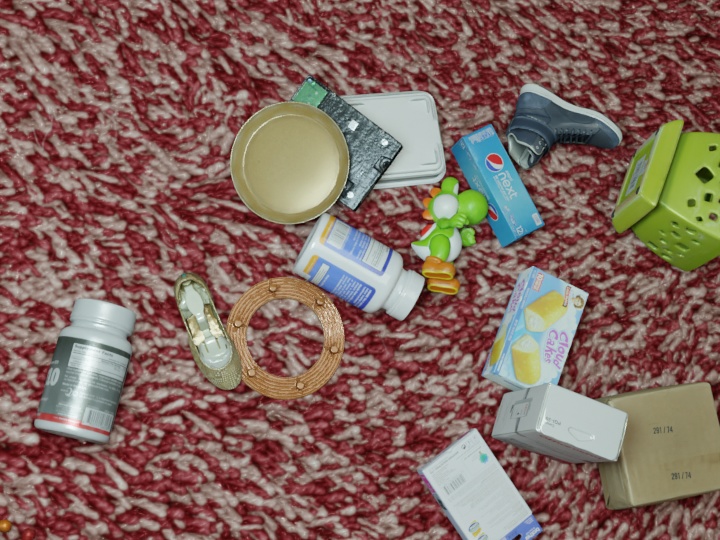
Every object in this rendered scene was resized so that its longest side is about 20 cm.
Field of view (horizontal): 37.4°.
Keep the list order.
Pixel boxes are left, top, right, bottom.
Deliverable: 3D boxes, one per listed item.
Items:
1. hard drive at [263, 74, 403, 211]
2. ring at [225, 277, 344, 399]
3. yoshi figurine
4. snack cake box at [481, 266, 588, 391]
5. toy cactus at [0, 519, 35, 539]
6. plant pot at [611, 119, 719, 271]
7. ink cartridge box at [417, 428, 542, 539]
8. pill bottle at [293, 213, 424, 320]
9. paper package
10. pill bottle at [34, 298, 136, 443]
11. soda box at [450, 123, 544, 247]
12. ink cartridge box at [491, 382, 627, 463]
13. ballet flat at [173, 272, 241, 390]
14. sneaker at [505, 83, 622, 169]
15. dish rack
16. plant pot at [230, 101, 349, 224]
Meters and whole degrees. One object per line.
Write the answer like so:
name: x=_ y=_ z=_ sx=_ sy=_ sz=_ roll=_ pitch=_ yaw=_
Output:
hard drive: x=-0.047 y=-0.212 z=1.779 sx=0.200 sy=0.038 sz=0.140 roll=37 pitch=93 yaw=5
ring: x=-0.122 y=0.109 z=1.738 sx=0.199 sy=0.019 sz=0.202 roll=3 pitch=77 yaw=-13
yoshi figurine: x=0.165 y=-0.066 z=1.803 sx=0.112 sy=0.112 sz=0.201 roll=25 pitch=60 yaw=-29
snack cake box: x=0.299 y=0.110 z=1.817 sx=0.114 sy=0.067 sz=0.201 roll=24 pitch=74 yaw=-7
toy cactus: x=-0.581 y=0.426 z=1.528 sx=0.199 sy=0.102 sz=0.166 roll=12 pitch=85 yaw=-20
plant pot: x=0.564 y=-0.137 z=1.873 sx=0.180 sy=0.199 sz=0.201 roll=23 pitch=74 yaw=-1
ink cartridge box: x=0.197 y=0.378 z=1.751 sx=0.119 sy=0.042 sz=0.201 roll=-34 pitch=85 yaw=-18
pill bottle: x=0.000 y=0.000 z=1.743 sx=0.199 sy=0.112 sz=0.113 roll=29 pitch=73 yaw=-7
paper package: x=0.504 y=0.297 z=1.811 sx=0.199 sy=0.103 sz=0.192 roll=-8 pitch=82 yaw=-16
pill bottle: x=-0.411 y=0.152 z=1.608 sx=0.113 sy=0.114 sz=0.201 roll=15 pitch=75 yaw=-11
soda box: x=0.238 y=-0.147 z=1.855 sx=0.064 sy=0.068 sz=0.201 roll=-25 pitch=85 yaw=-18
ink cartridge box: x=0.320 y=0.252 z=1.723 sx=0.146 sy=0.200 sz=0.083 roll=22 pitch=74 yaw=-9
ballet flat: x=-0.247 y=0.096 z=1.684 sx=0.070 sy=0.065 sz=0.201 roll=-27 pitch=85 yaw=-7
sneaker: x=0.355 y=-0.229 z=1.889 sx=0.201 sy=0.077 sz=0.147 roll=24 pitch=62 yaw=2
dish rack: x=0.051 y=-0.231 z=1.840 sx=0.199 sy=0.044 sz=0.173 roll=-7 pitch=80 yaw=-16
plant pot: x=-0.115 y=-0.176 z=1.755 sx=0.198 sy=0.027 sz=0.202 roll=0 pitch=88 yaw=7
